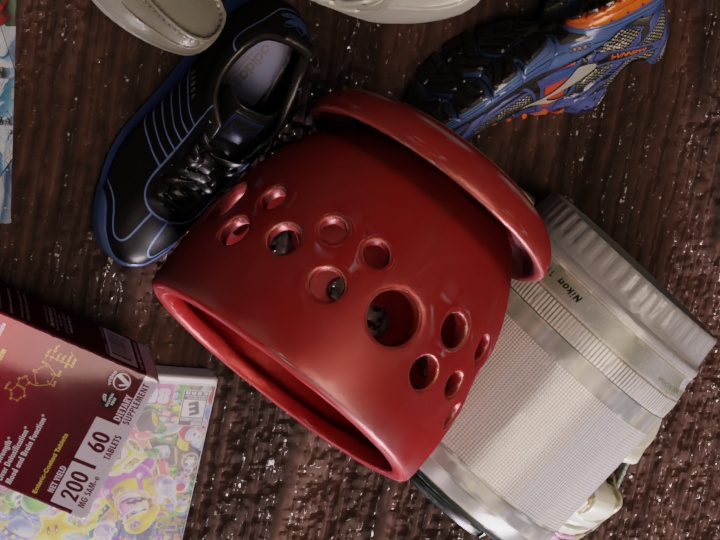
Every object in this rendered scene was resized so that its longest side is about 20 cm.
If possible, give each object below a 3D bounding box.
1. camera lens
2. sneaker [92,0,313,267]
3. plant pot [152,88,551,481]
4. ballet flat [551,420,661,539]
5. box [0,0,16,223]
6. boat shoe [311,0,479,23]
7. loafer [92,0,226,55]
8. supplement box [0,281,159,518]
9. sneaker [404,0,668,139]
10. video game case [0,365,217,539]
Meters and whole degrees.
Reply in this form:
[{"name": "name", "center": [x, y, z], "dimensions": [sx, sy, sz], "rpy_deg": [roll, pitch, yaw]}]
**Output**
[{"name": "camera lens", "center": [0.114, 0.070, 1.777], "dimensions": [0.200, 0.160, 0.160], "rpy_deg": [-47, 121, 6]}, {"name": "sneaker", "center": [-0.098, -0.081, 1.675], "dimensions": [0.070, 0.078, 0.200], "rpy_deg": [25, 103, -27]}, {"name": "plant pot", "center": [0.000, 0.000, 1.660], "dimensions": [0.200, 0.200, 0.183], "rpy_deg": [42, 78, -31]}, {"name": "ballet flat", "center": [0.167, 0.124, 1.874], "dimensions": [0.069, 0.071, 0.200], "rpy_deg": [14, 109, -31]}, {"name": "box", "center": [-0.276, -0.121, 1.613], "dimensions": [0.137, 0.040, 0.200], "rpy_deg": [-4, 115, -20]}, {"name": "boat shoe", "center": [-0.005, -0.185, 1.667], "dimensions": [0.200, 0.067, 0.074], "rpy_deg": [6, 112, -23]}, {"name": "loafer", "center": [-0.142, -0.205, 1.597], "dimensions": [0.070, 0.070, 0.200], "rpy_deg": [-14, 132, 40]}, {"name": "supplement box", "center": [-0.239, 0.064, 1.687], "dimensions": [0.200, 0.061, 0.109], "rpy_deg": [24, 104, -18]}, {"name": "sneaker", "center": [0.118, -0.124, 1.740], "dimensions": [0.200, 0.075, 0.078], "rpy_deg": [-30, 124, -3]}, {"name": "video game case", "center": [-0.182, 0.153, 1.790], "dimensions": [0.143, 0.018, 0.200], "rpy_deg": [5, 112, -23]}]
